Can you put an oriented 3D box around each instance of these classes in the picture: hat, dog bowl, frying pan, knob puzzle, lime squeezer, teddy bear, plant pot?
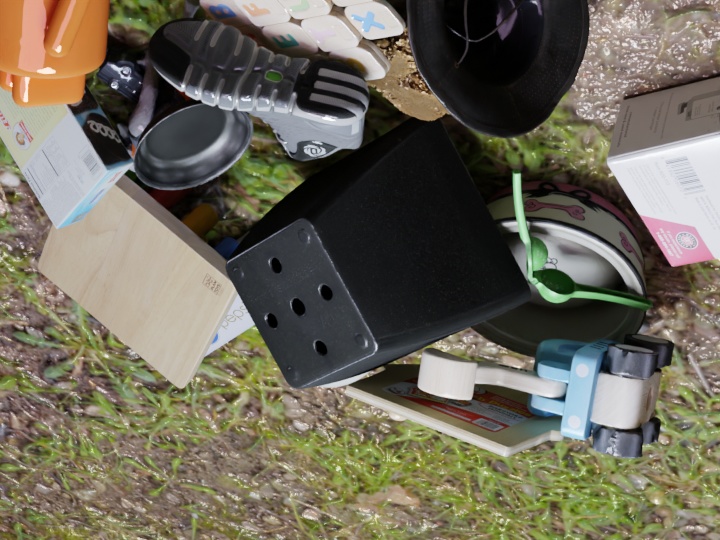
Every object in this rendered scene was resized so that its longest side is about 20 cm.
[{"bbox_3d":[0.092,-0.206,1.518,0.081,0.201,0.201,6,145,51],"label":"hat"},{"bbox_3d":[0.182,-0.004,1.776,0.199,0.074,0.201,12,141,10],"label":"dog bowl"},{"bbox_3d":[-0.127,-0.139,1.649,0.190,0.031,0.115,-44,146,24],"label":"frying pan"},{"bbox_3d":[0.105,0.134,1.775,0.218,0.220,0.031,13,104,7],"label":"knob puzzle"},{"bbox_3d":[0.178,-0.009,1.684,0.070,0.038,0.200,-23,124,40],"label":"lime squeezer"},{"bbox_3d":[0.005,-0.204,1.603,0.199,0.067,0.145,23,161,-11],"label":"teddy bear"},{"bbox_3d":[0.000,0.000,1.700,0.200,0.177,0.200,-27,93,46],"label":"plant pot"}]

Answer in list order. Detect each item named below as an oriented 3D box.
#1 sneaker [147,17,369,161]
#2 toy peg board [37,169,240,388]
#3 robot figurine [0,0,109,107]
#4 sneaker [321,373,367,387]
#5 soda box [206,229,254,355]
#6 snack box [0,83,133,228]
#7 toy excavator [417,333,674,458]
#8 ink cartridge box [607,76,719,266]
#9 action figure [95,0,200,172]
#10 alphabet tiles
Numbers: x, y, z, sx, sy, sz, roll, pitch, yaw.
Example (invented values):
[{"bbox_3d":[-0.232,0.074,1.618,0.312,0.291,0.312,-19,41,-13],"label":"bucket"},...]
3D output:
[{"bbox_3d":[-0.087,-0.143,1.593,0.199,0.075,0.116,20,156,13],"label":"sneaker"},{"bbox_3d":[-0.200,-0.020,1.854,0.199,0.098,0.200,39,141,6],"label":"toy peg board"},{"bbox_3d":[-0.274,-0.245,1.615,0.116,0.144,0.201,10,115,6],"label":"robot figurine"},{"bbox_3d":[0.003,0.052,1.918,0.200,0.075,0.084,-29,124,31],"label":"sneaker"},{"bbox_3d":[-0.144,0.028,1.947,0.064,0.068,0.200,35,138,-21],"label":"soda box"},{"bbox_3d":[-0.301,-0.153,1.742,0.116,0.037,0.201,-39,80,46],"label":"snack box"},{"bbox_3d":[0.171,0.105,1.711,0.199,0.194,0.100,10,98,21],"label":"toy excavator"},{"bbox_3d":[0.337,-0.092,1.601,0.199,0.083,0.147,-11,132,33],"label":"ink cartridge box"},{"bbox_3d":[-0.182,-0.163,1.715,0.199,0.105,0.194,28,130,-16],"label":"action figure"},{"bbox_3d":[-0.063,-0.222,1.522,0.195,0.015,0.200,-1,143,45],"label":"alphabet tiles"}]
